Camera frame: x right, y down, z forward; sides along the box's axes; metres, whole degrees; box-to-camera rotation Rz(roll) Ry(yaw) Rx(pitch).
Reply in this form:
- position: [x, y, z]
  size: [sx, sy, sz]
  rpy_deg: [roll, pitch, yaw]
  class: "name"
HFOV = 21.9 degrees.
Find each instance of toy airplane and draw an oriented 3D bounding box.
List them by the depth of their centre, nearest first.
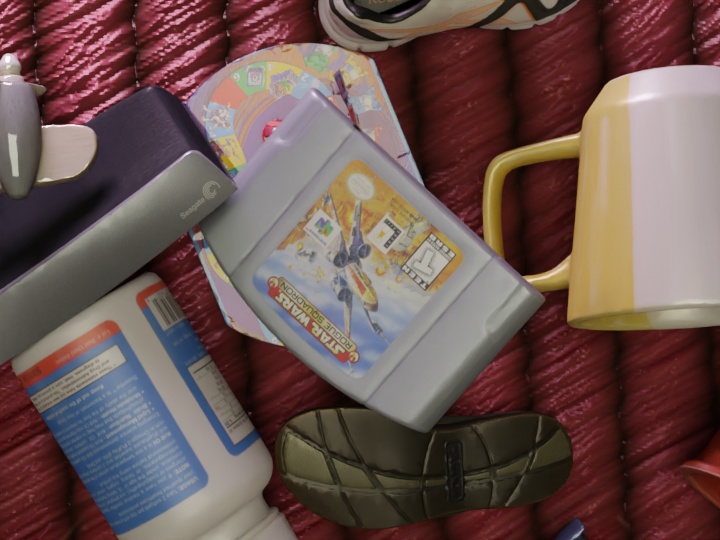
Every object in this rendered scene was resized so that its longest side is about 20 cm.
- position: [-0.290, -0.072, 1.124]
  size: [0.199, 0.141, 0.200]
  rpy_deg: [37, 65, 22]
  class: "toy airplane"

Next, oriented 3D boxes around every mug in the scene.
- position: [0.183, -0.045, 1.166]
  size: [0.185, 0.149, 0.154]
  rpy_deg: [-1, 84, -16]
  class: "mug"

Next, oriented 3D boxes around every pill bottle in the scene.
- position: [-0.125, 0.112, 1.182]
  size: [0.112, 0.112, 0.201]
  rpy_deg: [-31, 91, 0]
  class: "pill bottle"

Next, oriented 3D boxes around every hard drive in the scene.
- position: [-0.182, -0.031, 1.168]
  size: [0.199, 0.135, 0.042]
  rpy_deg: [-36, 127, 1]
  class: "hard drive"

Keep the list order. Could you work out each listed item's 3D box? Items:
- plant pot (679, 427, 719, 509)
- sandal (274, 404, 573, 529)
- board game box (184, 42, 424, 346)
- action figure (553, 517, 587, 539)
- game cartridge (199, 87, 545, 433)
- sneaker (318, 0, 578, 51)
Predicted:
- position: [0.334, 0.093, 1.156]
  size: [0.200, 0.201, 0.196]
  rpy_deg: [33, 83, -1]
  class: "plant pot"
- position: [0.040, 0.120, 1.217]
  size: [0.199, 0.055, 0.082]
  rpy_deg: [-4, 98, -15]
  class: "sandal"
- position: [-0.039, -0.048, 1.212]
  size: [0.157, 0.039, 0.201]
  rpy_deg: [-22, 91, 0]
  class: "board game box"
- position: [0.104, 0.263, 1.195]
  size: [0.193, 0.105, 0.200]
  rpy_deg: [39, 93, -11]
  class: "action figure"
- position: [0.000, 0.000, 1.167]
  size: [0.200, 0.042, 0.133]
  rpy_deg: [42, 94, 8]
  class: "game cartridge"
- position: [0.072, -0.186, 1.192]
  size: [0.199, 0.080, 0.074]
  rpy_deg: [-17, 90, -1]
  class: "sneaker"
